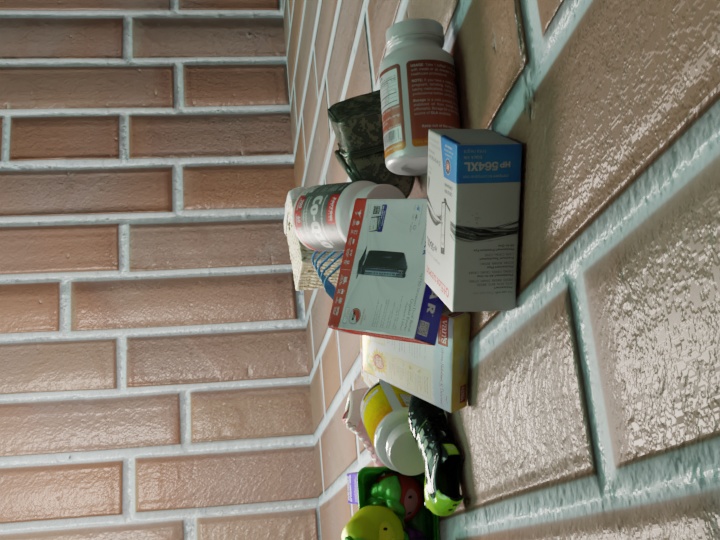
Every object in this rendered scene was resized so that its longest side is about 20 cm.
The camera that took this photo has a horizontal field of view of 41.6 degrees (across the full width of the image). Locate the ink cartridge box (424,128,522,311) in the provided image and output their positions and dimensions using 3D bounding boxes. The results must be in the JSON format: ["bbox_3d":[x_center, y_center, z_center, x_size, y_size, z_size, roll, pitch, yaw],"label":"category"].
[{"bbox_3d":[0.134,-0.064,1.155,0.146,0.083,0.203,-124,34,-73],"label":"ink cartridge box"}]

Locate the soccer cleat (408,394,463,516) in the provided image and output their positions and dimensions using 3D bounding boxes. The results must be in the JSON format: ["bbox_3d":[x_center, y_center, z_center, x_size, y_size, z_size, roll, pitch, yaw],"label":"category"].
[{"bbox_3d":[0.120,0.265,1.428,0.081,0.067,0.202,129,138,-52],"label":"soccer cleat"}]

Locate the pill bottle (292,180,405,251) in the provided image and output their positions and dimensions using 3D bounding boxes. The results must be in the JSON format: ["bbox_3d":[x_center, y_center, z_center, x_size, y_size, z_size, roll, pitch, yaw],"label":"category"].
[{"bbox_3d":[-0.017,-0.089,1.557,0.199,0.113,0.115,1,94,55],"label":"pill bottle"}]

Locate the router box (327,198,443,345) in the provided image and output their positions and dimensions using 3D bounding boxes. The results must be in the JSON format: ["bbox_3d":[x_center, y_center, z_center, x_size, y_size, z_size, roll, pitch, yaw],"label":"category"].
[{"bbox_3d":[0.048,-0.003,1.369,0.178,0.049,0.202,3,77,46],"label":"router box"}]

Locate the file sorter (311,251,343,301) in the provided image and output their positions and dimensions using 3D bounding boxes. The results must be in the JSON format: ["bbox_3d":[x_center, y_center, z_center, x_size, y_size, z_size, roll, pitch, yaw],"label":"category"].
[{"bbox_3d":[0.000,0.000,1.703,0.123,0.139,0.200,48,-178,-16],"label":"file sorter"}]

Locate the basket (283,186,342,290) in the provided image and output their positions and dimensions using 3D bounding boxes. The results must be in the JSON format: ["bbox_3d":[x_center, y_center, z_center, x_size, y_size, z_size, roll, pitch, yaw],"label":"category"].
[{"bbox_3d":[-0.054,-0.068,1.976,0.198,0.197,0.163,111,153,-68],"label":"basket"}]

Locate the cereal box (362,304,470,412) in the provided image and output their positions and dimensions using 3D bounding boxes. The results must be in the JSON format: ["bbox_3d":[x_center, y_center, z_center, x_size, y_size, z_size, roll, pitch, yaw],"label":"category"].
[{"bbox_3d":[0.079,0.109,1.402,0.199,0.039,0.146,20,116,46],"label":"cereal box"}]

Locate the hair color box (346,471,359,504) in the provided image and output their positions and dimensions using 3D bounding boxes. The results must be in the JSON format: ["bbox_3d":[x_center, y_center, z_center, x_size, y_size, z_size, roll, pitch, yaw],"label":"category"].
[{"bbox_3d":[0.040,0.406,1.781,0.200,0.108,0.066,123,144,-73],"label":"hair color box"}]

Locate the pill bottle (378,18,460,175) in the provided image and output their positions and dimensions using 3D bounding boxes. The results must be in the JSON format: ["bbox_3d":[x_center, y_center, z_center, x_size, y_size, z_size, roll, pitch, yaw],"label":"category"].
[{"bbox_3d":[0.084,-0.245,1.341,0.112,0.111,0.203,133,135,-77],"label":"pill bottle"}]

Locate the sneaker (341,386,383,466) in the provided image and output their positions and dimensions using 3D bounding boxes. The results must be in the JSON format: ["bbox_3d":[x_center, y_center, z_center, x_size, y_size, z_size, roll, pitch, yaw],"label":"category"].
[{"bbox_3d":[0.012,0.337,1.956,0.075,0.103,0.203,-159,66,-78],"label":"sneaker"}]

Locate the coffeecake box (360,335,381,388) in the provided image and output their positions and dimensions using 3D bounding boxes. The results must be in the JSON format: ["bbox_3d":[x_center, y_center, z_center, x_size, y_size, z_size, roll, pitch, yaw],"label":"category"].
[{"bbox_3d":[0.049,0.144,1.769,0.200,0.072,0.156,-153,61,-79],"label":"coffeecake box"}]

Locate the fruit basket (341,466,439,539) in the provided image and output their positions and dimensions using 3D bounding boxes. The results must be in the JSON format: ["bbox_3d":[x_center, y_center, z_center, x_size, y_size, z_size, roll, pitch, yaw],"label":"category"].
[{"bbox_3d":[0.052,0.424,1.555,0.216,0.153,0.219,-3,-90,-84],"label":"fruit basket"}]

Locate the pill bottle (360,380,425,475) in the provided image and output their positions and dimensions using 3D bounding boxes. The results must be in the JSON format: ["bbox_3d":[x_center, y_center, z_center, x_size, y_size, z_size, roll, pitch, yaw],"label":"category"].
[{"bbox_3d":[0.067,0.262,1.577,0.200,0.108,0.111,-124,33,-74],"label":"pill bottle"}]

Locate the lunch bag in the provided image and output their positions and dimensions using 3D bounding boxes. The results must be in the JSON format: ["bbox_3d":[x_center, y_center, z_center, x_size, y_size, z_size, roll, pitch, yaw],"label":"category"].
[{"bbox_3d":[0.027,-0.212,1.661,0.200,0.138,0.169,-116,8,-69],"label":"lunch bag"}]
